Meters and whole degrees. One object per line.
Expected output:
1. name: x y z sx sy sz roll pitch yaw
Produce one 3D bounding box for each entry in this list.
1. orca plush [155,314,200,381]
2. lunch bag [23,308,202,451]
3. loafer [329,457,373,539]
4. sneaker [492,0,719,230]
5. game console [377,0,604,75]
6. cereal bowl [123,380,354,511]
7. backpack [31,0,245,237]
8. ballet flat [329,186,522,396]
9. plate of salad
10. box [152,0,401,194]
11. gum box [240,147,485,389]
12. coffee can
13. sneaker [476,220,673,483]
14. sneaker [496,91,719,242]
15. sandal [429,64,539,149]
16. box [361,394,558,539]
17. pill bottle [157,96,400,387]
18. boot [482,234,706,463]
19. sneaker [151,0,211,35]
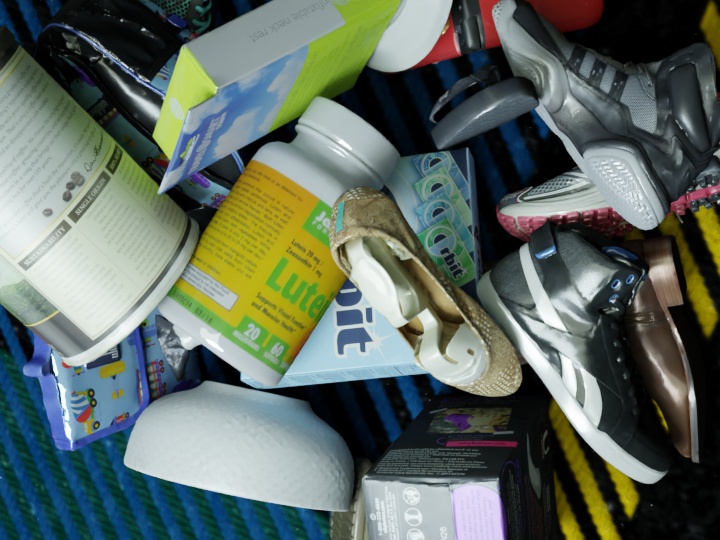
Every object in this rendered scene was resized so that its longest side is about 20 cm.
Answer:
1. orca plush: -0.074 0.045 0.977 0.198 0.071 0.106 -30 72 -3
2. lunch bag: -0.230 0.057 0.972 0.093 0.200 0.153 -3 100 21
3. loafer: 0.012 0.267 0.995 0.066 0.076 0.204 1 93 -18
4. sneaker: 0.185 -0.136 0.797 0.113 0.075 0.201 -35 73 5
5. game console: 0.083 -0.275 0.890 0.169 0.119 0.204 -13 97 -9
6. cereal bowl: -0.097 0.144 0.952 0.197 0.200 0.085 8 82 19
7. backpack: -0.180 -0.119 0.923 0.198 0.136 0.183 33 133 -11
8. ballet flat: 0.042 0.032 0.793 0.070 0.066 0.200 -33 108 33
9. plate of salad: 0.016 -0.255 0.854 0.199 0.048 0.203 34 134 45
10. box: -0.069 -0.142 0.809 0.048 0.199 0.122 51 150 8
11. gum box: 0.000 0.000 0.906 0.196 0.045 0.173 -6 73 13
12. coffee can: -0.235 -0.051 0.807 0.145 0.147 0.200 -33 116 22
13. sneaker: 0.185 0.052 0.817 0.112 0.073 0.200 -43 86 24
14. sneaker: 0.199 -0.071 0.862 0.197 0.080 0.076 -17 67 21
15. sandal: 0.080 -0.121 0.824 0.075 0.200 0.043 -23 93 -2
16. box: 0.085 0.183 0.877 0.104 0.200 0.125 -3 99 20
17. pill bottle: -0.056 -0.025 0.845 0.110 0.111 0.202 32 85 11
18. boot: 0.170 0.071 0.903 0.197 0.064 0.190 -10 96 24
19. sneaker: -0.155 -0.229 0.964 0.091 0.078 0.199 46 123 -10
